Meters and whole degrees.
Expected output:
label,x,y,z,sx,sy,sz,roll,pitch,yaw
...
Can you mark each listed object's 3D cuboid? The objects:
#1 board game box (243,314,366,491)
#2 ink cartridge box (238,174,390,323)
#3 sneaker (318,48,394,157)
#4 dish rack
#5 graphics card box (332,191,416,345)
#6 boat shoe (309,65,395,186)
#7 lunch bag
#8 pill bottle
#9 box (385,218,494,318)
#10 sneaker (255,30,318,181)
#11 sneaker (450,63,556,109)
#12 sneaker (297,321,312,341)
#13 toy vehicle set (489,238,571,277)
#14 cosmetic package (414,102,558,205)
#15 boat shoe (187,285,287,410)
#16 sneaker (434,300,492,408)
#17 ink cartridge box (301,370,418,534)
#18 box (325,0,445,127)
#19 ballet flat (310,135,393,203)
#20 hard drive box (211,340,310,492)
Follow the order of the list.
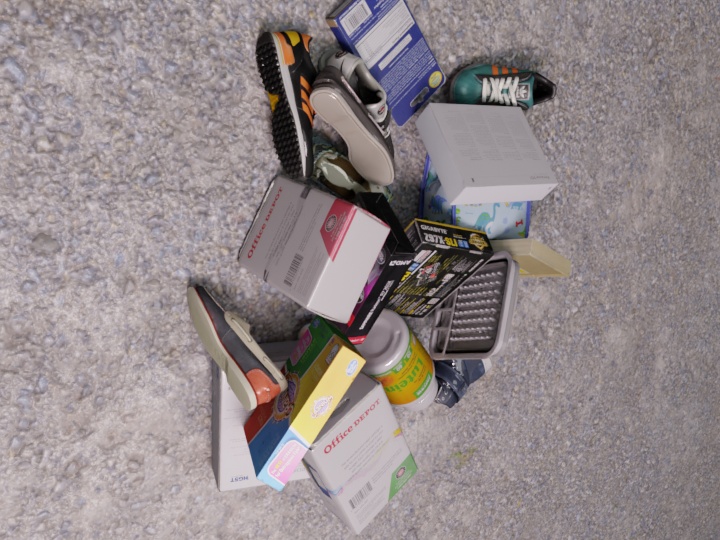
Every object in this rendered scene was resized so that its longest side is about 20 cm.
label,x,y,z,sx,sy,sz,roll,pitch,yaw
board game box,-0.081,0.171,0.953,0.040,0.153,0.202,33,91,-20
ink cartridge box,-0.071,-0.034,0.978,0.084,0.199,0.148,25,91,-43
sneaker,0.010,-0.228,1.042,0.074,0.088,0.201,-43,126,-16
dish rack,0.189,0.064,1.144,0.043,0.199,0.175,18,76,-22
graphics card box,0.000,0.000,1.034,0.050,0.127,0.201,-1,139,-33
boat shoe,-0.001,-0.202,0.993,0.200,0.066,0.058,49,46,-43
lunch bag,0.196,-0.152,1.182,0.167,0.127,0.205,2,89,-30
pill bottle,0.061,0.159,1.178,0.112,0.110,0.201,-50,139,-11
box,0.094,0.004,1.130,0.157,0.050,0.200,8,141,-35
sneaker,-0.078,-0.230,0.973,0.089,0.069,0.204,-18,100,-33
sneaker,0.242,-0.305,1.171,0.197,0.080,0.073,-13,116,-30
sneaker,-0.042,0.166,1.155,0.070,0.080,0.203,-21,105,15
toy vehicle set,0.242,-0.018,1.203,0.123,0.198,0.027,23,74,-41
cosmetic package,0.196,-0.181,1.088,0.197,0.153,0.052,-6,152,-33
boat shoe,-0.175,0.097,0.970,0.062,0.201,0.072,-25,154,-28
sneaker,0.153,0.156,1.278,0.146,0.077,0.204,-41,122,-16
ink cartridge box,-0.012,0.269,1.066,0.145,0.087,0.202,-39,128,-24
box,0.043,-0.332,1.064,0.121,0.032,0.201,-46,124,-13
ballet flat,-0.016,-0.130,1.066,0.198,0.074,0.075,25,91,-37
hard drive box,-0.146,0.218,1.069,0.153,0.077,0.205,-2,106,-22
